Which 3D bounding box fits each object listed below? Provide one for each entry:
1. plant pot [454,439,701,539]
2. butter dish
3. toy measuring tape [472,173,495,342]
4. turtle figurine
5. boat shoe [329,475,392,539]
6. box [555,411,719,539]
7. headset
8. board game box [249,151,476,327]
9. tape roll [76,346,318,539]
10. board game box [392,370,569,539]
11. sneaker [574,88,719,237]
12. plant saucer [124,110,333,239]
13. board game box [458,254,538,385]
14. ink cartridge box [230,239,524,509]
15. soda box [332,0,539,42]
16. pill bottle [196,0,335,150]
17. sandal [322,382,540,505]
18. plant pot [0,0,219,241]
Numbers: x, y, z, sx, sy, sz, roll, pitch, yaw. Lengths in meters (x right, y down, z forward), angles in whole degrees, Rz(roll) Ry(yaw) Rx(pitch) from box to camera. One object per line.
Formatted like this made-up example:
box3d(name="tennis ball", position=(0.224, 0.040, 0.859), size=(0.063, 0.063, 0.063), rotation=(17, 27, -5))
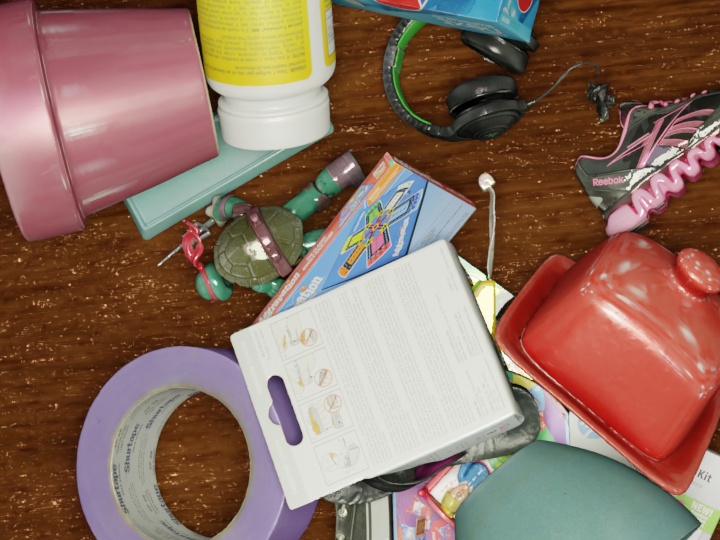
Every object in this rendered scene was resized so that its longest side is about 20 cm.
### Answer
box3d(name="plant pot", position=(0.152, 0.215, 1.319), size=(0.200, 0.200, 0.135), rotation=(-42, 74, 4))
box3d(name="butter dish", position=(0.235, 0.043, 1.339), size=(0.199, 0.200, 0.148), rotation=(39, 123, 4))
box3d(name="toy measuring tape", position=(0.082, 0.019, 1.415), size=(0.073, 0.074, 0.202), rotation=(0, 85, 5))
box3d(name="turtle figurine", position=(-0.073, -0.015, 1.432), size=(0.199, 0.101, 0.151), rotation=(-29, 83, 1))
box3d(name="boat shoe", position=(-0.006, 0.182, 1.441), size=(0.063, 0.071, 0.202), rotation=(-2, 91, 4))
box3d(name="box", position=(0.217, 0.225, 1.434), size=(0.155, 0.041, 0.202), rotation=(25, 91, 6))
box3d(name="headset", position=(0.120, -0.167, 1.440), size=(0.198, 0.094, 0.125), rotation=(11, 87, 21))
box3d(name="board game box", position=(0.000, 0.000, 1.400), size=(0.200, 0.102, 0.019), rotation=(-51, 41, 17))
box3d(name="tape roll", position=(-0.137, 0.166, 1.422), size=(0.198, 0.085, 0.202), rotation=(-2, 85, 20))
box3d(name="board game box", position=(0.100, 0.183, 1.413), size=(0.156, 0.039, 0.202), rotation=(-2, 87, 13))
box3d(name="sneaker", position=(0.267, -0.120, 1.420), size=(0.200, 0.079, 0.096), rotation=(-40, 75, 3))
box3d(name="plant saucer", position=(-0.125, -0.106, 1.479), size=(0.199, 0.019, 0.070), rotation=(-30, 87, 4))
box3d(name="board game box", position=(0.079, 0.044, 1.457), size=(0.199, 0.023, 0.105), rotation=(37, 95, 4))
box3d(name="ink cartridge box", position=(0.013, 0.087, 1.358), size=(0.199, 0.057, 0.164), rotation=(-26, 69, 10))
box3d(name="soda box", position=(0.052, -0.246, 1.399), size=(0.198, 0.068, 0.065), rotation=(16, 91, 31))
box3d(name="pill bottle", position=(-0.079, -0.210, 1.382), size=(0.113, 0.115, 0.202), rotation=(-2, 113, 5))
box3d(name="sandal", position=(0.051, 0.142, 1.375), size=(0.199, 0.048, 0.076), rotation=(-20, 100, 5))
box3d(name="plant pot", position=(-0.218, -0.140, 1.406), size=(0.177, 0.200, 0.202), rotation=(-13, 89, -6))
